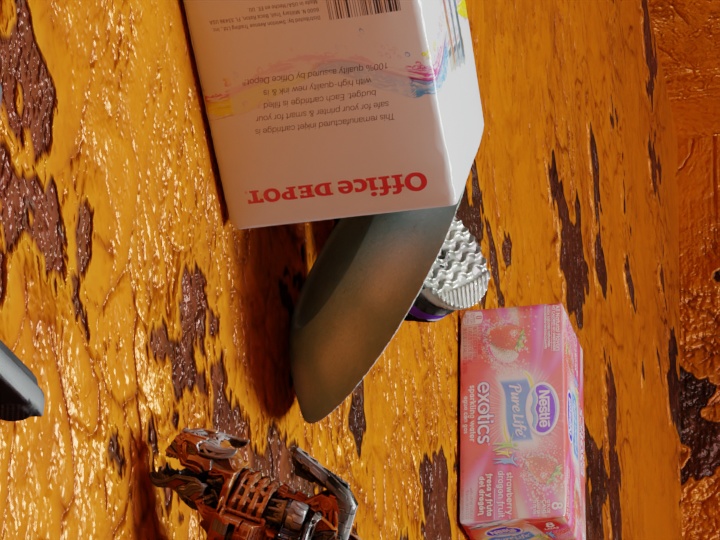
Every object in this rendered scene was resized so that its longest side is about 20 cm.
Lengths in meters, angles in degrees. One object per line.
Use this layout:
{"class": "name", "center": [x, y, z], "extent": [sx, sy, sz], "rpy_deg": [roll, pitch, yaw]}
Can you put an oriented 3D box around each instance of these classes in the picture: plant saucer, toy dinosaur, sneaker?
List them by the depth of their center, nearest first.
{"class": "toy dinosaur", "center": [-0.036, 0.174, 1.331], "extent": [0.200, 0.136, 0.102], "rpy_deg": [46, 16, 24]}
{"class": "plant saucer", "center": [0.000, 0.000, 1.610], "extent": [0.202, 0.039, 0.201], "rpy_deg": [-56, -167, 20]}
{"class": "sneaker", "center": [0.004, -0.049, 1.764], "extent": [0.069, 0.099, 0.201], "rpy_deg": [-25, 86, -33]}

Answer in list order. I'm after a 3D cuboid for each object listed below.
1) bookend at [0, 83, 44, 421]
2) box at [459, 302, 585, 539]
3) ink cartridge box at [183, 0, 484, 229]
{"class": "bookend", "center": [-0.185, -0.060, 0.668], "extent": [0.092, 0.198, 0.200], "rpy_deg": [58, 31, -63]}
{"class": "box", "center": [0.141, 0.140, 2.201], "extent": [0.103, 0.094, 0.201], "rpy_deg": [60, 28, -59]}
{"class": "ink cartridge box", "center": [-0.015, -0.146, 1.539], "extent": [0.145, 0.144, 0.201], "rpy_deg": [-65, 148, -65]}
